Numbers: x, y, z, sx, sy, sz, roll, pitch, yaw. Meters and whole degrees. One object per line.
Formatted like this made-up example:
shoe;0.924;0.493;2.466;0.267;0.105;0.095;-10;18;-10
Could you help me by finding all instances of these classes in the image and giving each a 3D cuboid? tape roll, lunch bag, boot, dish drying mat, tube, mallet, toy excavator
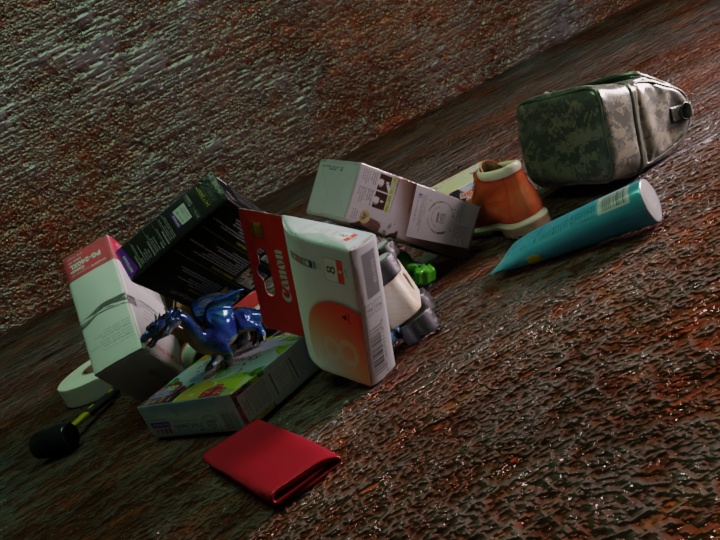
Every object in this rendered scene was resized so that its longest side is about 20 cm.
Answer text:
tape roll;-0.428;0.168;1.514;0.202;0.037;0.203;-26;13;6
lunch bag;0.341;-0.200;1.227;0.167;0.140;0.200;-15;8;-24
boot;0.185;-0.106;1.216;0.075;0.108;0.200;-32;12;-17
dish drying mat;-0.091;0.181;0.837;0.077;0.018;0.200;-32;13;-24
tube;0.243;-0.045;1.004;0.199;0.051;0.077;-23;8;37
mallet;-0.422;0.223;1.300;0.066;0.041;0.200;-21;10;11
boot;-0.217;0.074;1.251;0.144;0.073;0.200;21;32;27
toy excavator;-0.018;0.055;1.042;0.200;0.100;0.195;-34;10;9

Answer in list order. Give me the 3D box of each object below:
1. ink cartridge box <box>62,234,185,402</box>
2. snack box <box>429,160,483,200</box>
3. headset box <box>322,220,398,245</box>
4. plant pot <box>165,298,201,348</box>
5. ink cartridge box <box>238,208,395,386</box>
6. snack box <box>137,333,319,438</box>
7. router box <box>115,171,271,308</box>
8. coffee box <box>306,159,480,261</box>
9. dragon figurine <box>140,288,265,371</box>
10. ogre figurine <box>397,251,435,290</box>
ink cartridge box;-0.333;0.073;1.243;0.083;0.201;0.145;-27;-29;4
snack box;0.153;-0.129;1.517;0.199;0.037;0.116;-28;14;-2
headset box;-0.008;-0.055;1.416;0.148;0.075;0.200;-10;29;52
plant pot;-0.280;0.048;1.417;0.141;0.201;0.200;-1;-6;-38
ink cartridge box;-0.061;0.024;0.938;0.199;0.163;0.050;11;33;35
snack box;-0.158;0.139;1.054;0.199;0.053;0.142;-14;16;44
router box;-0.179;-0.023;1.063;0.149;0.051;0.200;-39;-26;6
coffee box;0.045;-0.081;1.166;0.199;0.080;0.113;16;1;-30
dragon figurine;-0.167;0.055;1.056;0.200;0.100;0.059;-34;14;-35
ogre figurine;0.000;0.000;1.175;0.199;0.099;0.120;-21;9;11
